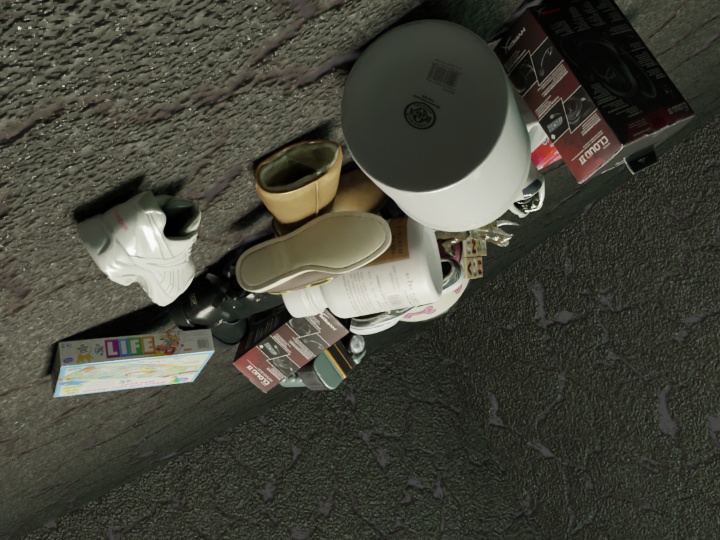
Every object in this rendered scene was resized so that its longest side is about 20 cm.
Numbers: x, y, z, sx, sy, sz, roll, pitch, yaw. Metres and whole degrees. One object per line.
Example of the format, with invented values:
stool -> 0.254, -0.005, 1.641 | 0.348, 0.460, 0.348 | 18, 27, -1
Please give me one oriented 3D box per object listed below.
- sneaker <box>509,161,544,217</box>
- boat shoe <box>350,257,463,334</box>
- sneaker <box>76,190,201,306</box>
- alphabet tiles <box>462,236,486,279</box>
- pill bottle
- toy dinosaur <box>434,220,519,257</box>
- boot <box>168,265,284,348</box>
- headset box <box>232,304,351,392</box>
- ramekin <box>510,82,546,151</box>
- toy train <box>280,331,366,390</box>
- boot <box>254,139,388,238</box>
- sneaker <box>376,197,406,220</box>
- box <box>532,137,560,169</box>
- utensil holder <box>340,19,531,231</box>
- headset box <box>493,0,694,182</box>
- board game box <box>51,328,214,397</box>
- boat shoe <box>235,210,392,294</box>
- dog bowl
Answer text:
sneaker -> 0.201, -0.101, 1.044 | 0.072, 0.071, 0.200 | -33, 170, 9
boat shoe -> 0.057, 0.028, 1.196 | 0.198, 0.073, 0.071 | -29, 157, 9
sneaker -> -0.192, -0.026, 0.798 | 0.099, 0.078, 0.200 | -34, 171, 1
alphabet tiles -> 0.173, -0.090, 1.254 | 0.007, 0.204, 0.167 | -2, -179, 22
pill bottle -> 0.000, 0.000, 1.043 | 0.197, 0.116, 0.114 | -11, 175, 15
toy dinosaur -> 0.109, -0.064, 1.122 | 0.197, 0.078, 0.102 | 3, 152, -21
boot -> -0.158, 0.044, 1.135 | 0.160, 0.074, 0.198 | -22, 161, 13
headset box -> -0.104, 0.080, 1.230 | 0.199, 0.077, 0.150 | -35, -158, 24
ramekin -> 0.138, -0.167, 1.020 | 0.200, 0.095, 0.203 | -30, 169, -6
toy train -> -0.077, 0.138, 1.287 | 0.199, 0.086, 0.114 | -10, -151, 51
boot -> -0.034, -0.099, 0.933 | 0.173, 0.067, 0.200 | -30, 168, -10
sneaker -> 0.064, -0.114, 1.127 | 0.113, 0.076, 0.200 | -35, 175, 18
box -> 0.295, -0.236, 1.142 | 0.099, 0.096, 0.200 | -26, 169, -22
utensil holder -> 0.080, -0.135, 0.803 | 0.169, 0.172, 0.200 | -33, 168, 11
headset box -> 0.264, -0.200, 0.891 | 0.148, 0.202, 0.077 | -24, 168, -35
board game box -> -0.312, 0.127, 1.096 | 0.197, 0.035, 0.134 | -3, 156, -28
boat shoe -> -0.050, -0.018, 0.953 | 0.197, 0.073, 0.059 | -18, 166, 18
dog bowl -> 0.080, -0.023, 1.285 | 0.199, 0.202, 0.074 | -32, 156, 9
